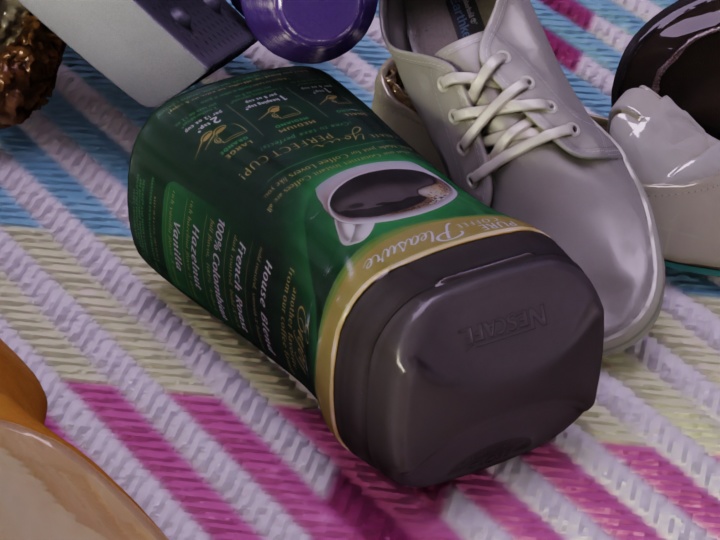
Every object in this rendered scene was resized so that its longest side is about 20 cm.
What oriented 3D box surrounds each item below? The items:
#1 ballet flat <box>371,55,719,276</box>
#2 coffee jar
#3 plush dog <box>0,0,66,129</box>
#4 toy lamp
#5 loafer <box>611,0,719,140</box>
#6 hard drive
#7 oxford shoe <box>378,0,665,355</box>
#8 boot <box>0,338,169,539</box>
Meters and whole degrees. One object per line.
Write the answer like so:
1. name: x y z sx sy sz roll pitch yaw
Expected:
1. ballet flat: 0.091 -0.050 1.067 0.199 0.070 0.069 15 36 24
2. coffee jar: 0.000 0.000 0.975 0.104 0.086 0.200 -16 35 -28
3. plush dog: -0.219 -0.127 1.151 0.171 0.161 0.200 7 24 -40
4. toy lamp: -0.027 -0.120 1.088 0.058 0.059 0.200 -6 11 -7
5. loafer: 0.206 -0.082 1.104 0.198 0.073 0.071 -8 31 -11
6. hard drive: -0.136 -0.154 1.140 0.200 0.042 0.135 44 14 -2
7. oxford shoe: 0.058 -0.056 1.019 0.075 0.058 0.201 -28 66 11
8. boot: -0.123 0.064 0.896 0.200 0.071 0.144 33 11 3
